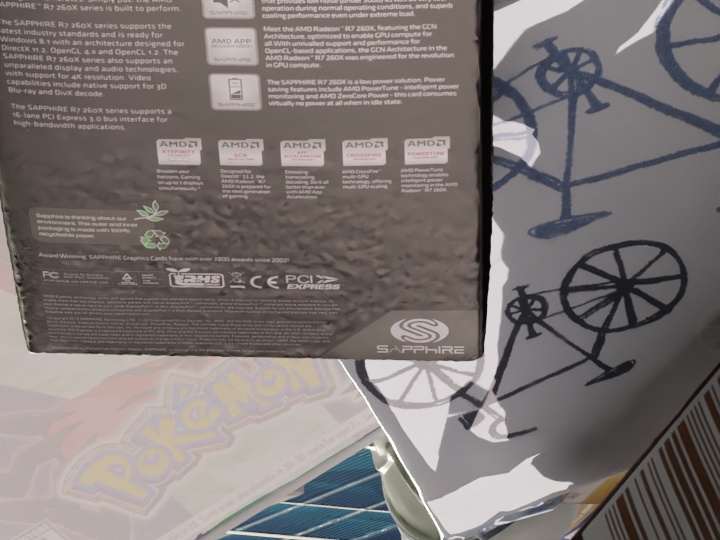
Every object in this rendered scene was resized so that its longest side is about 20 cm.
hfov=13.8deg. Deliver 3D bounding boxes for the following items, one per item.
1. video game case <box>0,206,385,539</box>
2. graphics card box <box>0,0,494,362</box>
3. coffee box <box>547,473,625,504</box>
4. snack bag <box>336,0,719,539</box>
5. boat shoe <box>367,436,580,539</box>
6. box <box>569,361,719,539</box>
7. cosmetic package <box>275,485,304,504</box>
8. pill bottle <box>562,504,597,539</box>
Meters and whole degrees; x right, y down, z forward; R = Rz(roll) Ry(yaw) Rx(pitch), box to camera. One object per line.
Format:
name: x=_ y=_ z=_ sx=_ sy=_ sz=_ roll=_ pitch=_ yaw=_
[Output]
video game case: x=-0.062 y=0.001 z=0.861 sx=0.200 sy=0.023 sz=0.182 roll=-32 pitch=124 yaw=17
graphics card box: x=-0.029 y=-0.058 z=0.725 sx=0.125 sy=0.051 sz=0.200 roll=0 pitch=137 yaw=3
coffee box: x=0.090 y=0.017 z=0.994 sx=0.114 sy=0.080 sz=0.200 roll=-37 pitch=160 yaw=19
snack bag: x=0.074 y=-0.015 z=0.837 sx=0.188 sy=0.021 sz=0.200 roll=-21 pitch=131 yaw=11
boat shoe: x=0.024 y=0.047 z=1.094 sx=0.073 sy=0.065 sz=0.200 roll=-35 pitch=-155 yaw=2
box: x=0.186 y=0.116 z=0.834 sx=0.200 sy=0.164 sz=0.166 roll=24 pitch=116 yaw=-28
cosmetic package: x=-0.102 y=0.060 z=1.254 sx=0.090 sy=0.107 sz=0.200 roll=0 pitch=170 yaw=-28
pill bottle: x=0.130 y=0.066 z=1.241 sx=0.200 sy=0.116 sz=0.116 roll=13 pitch=162 yaw=-38
